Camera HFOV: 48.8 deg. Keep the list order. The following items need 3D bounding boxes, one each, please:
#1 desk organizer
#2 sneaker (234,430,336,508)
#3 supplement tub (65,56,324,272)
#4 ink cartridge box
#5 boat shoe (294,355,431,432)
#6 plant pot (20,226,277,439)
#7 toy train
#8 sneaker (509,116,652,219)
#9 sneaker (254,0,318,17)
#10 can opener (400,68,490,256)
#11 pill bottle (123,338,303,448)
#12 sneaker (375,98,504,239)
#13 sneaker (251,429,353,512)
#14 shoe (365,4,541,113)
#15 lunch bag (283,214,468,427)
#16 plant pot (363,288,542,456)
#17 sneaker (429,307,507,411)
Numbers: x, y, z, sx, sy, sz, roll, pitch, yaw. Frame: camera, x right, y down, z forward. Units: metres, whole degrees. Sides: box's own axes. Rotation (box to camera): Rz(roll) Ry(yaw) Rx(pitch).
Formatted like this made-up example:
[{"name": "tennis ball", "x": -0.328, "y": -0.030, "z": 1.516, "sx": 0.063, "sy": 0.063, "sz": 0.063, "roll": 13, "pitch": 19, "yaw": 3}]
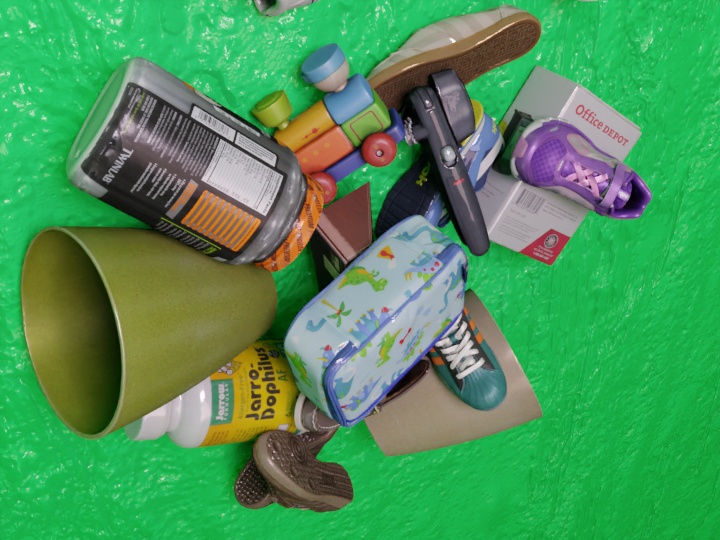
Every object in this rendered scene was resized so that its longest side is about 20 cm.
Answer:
[{"name": "desk organizer", "x": 0.000, "y": 0.000, "z": 0.867, "sx": 0.077, "sy": 0.072, "sz": 0.200, "roll": -32, "pitch": 153, "yaw": -15}, {"name": "sneaker", "x": -0.081, "y": 0.216, "z": 1.014, "sx": 0.200, "sy": 0.070, "sz": 0.076, "roll": -47, "pitch": 161, "yaw": 0}, {"name": "supplement tub", "x": -0.138, "y": -0.083, "z": 0.691, "sx": 0.200, "sy": 0.123, "sz": 0.123, "roll": 30, "pitch": 102, "yaw": -29}, {"name": "ink cartridge box", "x": 0.223, "y": -0.122, "z": 0.964, "sx": 0.147, "sy": 0.086, "sz": 0.200, "roll": 20, "pitch": 107, "yaw": -41}, {"name": "boat shoe", "x": 0.007, "y": 0.130, "z": 0.894, "sx": 0.200, "sy": 0.059, "sz": 0.072, "roll": -23, "pitch": 121, "yaw": -50}, {"name": "plant pot", "x": -0.184, "y": 0.039, "z": 0.755, "sx": 0.200, "sy": 0.187, "sz": 0.187, "roll": -13, "pitch": 128, "yaw": -45}, {"name": "toy train", "x": -0.067, "y": -0.124, "z": 0.781, "sx": 0.200, "sy": 0.085, "sz": 0.116, "roll": -31, "pitch": 120, "yaw": 15}, {"name": "sneaker", "x": 0.252, "y": -0.104, "z": 0.877, "sx": 0.200, "sy": 0.088, "sz": 0.081, "roll": 16, "pitch": 111, "yaw": -37}, {"name": "sneaker", "x": -0.068, "y": -0.257, "z": 0.627, "sx": 0.071, "sy": 0.073, "sz": 0.200, "roll": -36, "pitch": 169, "yaw": -3}, {"name": "can opener", "x": 0.095, "y": -0.102, "z": 0.820, "sx": 0.078, "sy": 0.063, "sz": 0.200, "roll": -18, "pitch": 112, "yaw": 5}, {"name": "pill bottle", "x": -0.153, "y": 0.133, "z": 0.868, "sx": 0.200, "sy": 0.113, "sz": 0.113, "roll": 1, "pitch": 120, "yaw": -34}, {"name": "sneaker", "x": 0.095, "y": -0.093, "z": 0.907, "sx": 0.082, "sy": 0.074, "sz": 0.200, "roll": 25, "pitch": 106, "yaw": -45}, {"name": "sneaker", "x": -0.079, "y": 0.242, "z": 0.902, "sx": 0.075, "sy": 0.071, "sz": 0.200, "roll": -26, "pitch": 142, "yaw": 14}, {"name": "shoe", "x": 0.088, "y": -0.222, "z": 0.826, "sx": 0.200, "sy": 0.053, "sz": 0.070, "roll": -24, "pitch": 147, "yaw": -4}, {"name": "lunch bag", "x": 0.022, "y": 0.053, "z": 0.792, "sx": 0.200, "sy": 0.082, "sz": 0.161, "roll": -42, "pitch": 154, "yaw": -21}, {"name": "plant pot", "x": 0.100, "y": 0.153, "z": 1.027, "sx": 0.200, "sy": 0.187, "sz": 0.187, "roll": -29, "pitch": 134, "yaw": 2}, {"name": "sneaker", "x": 0.099, "y": 0.071, "z": 0.917, "sx": 0.071, "sy": 0.200, "sz": 0.080, "roll": -34, "pitch": 155, "yaw": 5}]
